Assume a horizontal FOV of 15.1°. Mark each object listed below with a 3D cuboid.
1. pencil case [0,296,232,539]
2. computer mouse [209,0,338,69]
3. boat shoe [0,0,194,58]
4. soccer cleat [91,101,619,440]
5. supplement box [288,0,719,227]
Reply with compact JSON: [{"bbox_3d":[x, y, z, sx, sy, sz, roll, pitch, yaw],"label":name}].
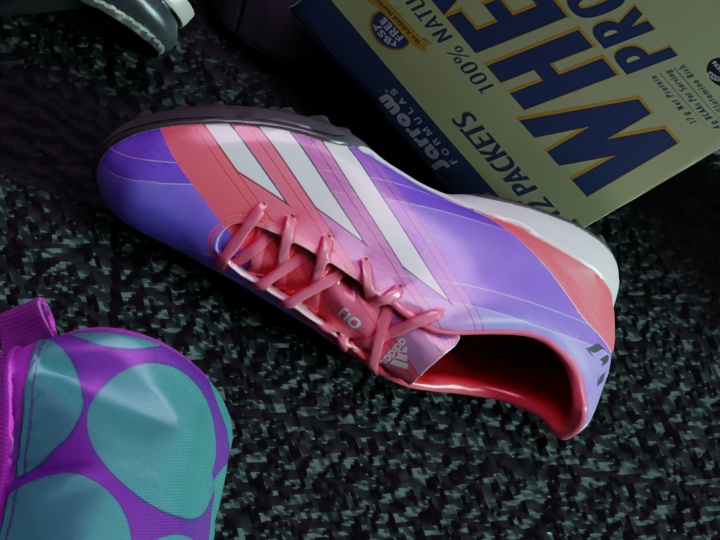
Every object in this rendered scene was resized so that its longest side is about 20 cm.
[{"bbox_3d":[-0.096,0.110,0.795,0.092,0.085,0.200,45,37,-30],"label":"pencil case"},{"bbox_3d":[-0.049,-0.174,1.089,0.140,0.046,0.201,19,47,-15],"label":"computer mouse"},{"bbox_3d":[-0.157,-0.116,0.982,0.199,0.072,0.068,22,83,-19],"label":"boat shoe"},{"bbox_3d":[0.000,0.000,0.957,0.199,0.068,0.073,18,51,-17],"label":"soccer cleat"},{"bbox_3d":[0.116,-0.140,1.022,0.134,0.200,0.200,48,45,-10],"label":"supplement box"}]
